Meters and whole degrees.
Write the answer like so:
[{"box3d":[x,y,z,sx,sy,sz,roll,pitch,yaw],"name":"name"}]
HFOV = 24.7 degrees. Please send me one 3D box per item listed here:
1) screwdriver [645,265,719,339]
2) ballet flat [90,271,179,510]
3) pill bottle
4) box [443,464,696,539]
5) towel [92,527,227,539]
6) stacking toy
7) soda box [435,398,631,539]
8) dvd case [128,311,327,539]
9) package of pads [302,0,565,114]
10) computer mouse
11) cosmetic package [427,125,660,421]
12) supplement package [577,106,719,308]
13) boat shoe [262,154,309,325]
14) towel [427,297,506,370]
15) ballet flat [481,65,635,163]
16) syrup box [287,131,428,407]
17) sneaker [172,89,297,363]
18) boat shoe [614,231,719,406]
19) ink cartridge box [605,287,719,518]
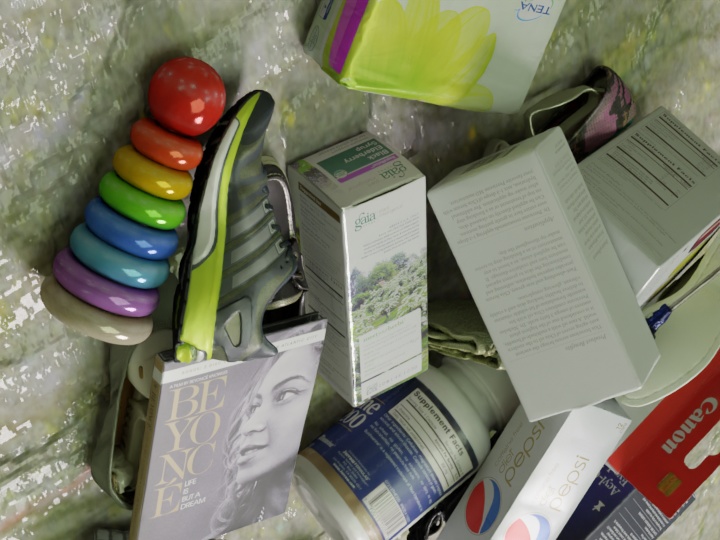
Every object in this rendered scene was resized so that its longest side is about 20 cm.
[{"box3d":[0.268,0.019,1.366,0.200,0.029,0.028,-44,174,3],"name":"screwdriver"},{"box3d":[-0.160,0.096,1.256,0.067,0.064,0.202,-7,125,-37],"name":"ballet flat"},{"box3d":[0.043,0.152,1.435,0.199,0.111,0.111,-37,138,-14],"name":"pill bottle"},{"box3d":[0.201,0.228,1.603,0.200,0.148,0.104,-45,139,-4],"name":"box"},{"box3d":[-0.168,0.319,1.379,0.164,0.086,0.202,7,117,-25],"name":"towel"},{"box3d":[-0.150,-0.053,1.143,0.085,0.085,0.202,12,108,-45],"name":"stacking toy"},{"box3d":[0.145,0.183,1.404,0.063,0.068,0.201,21,108,-28],"name":"soda box"},{"box3d":[-0.104,0.131,1.272,0.148,0.016,0.202,-14,130,-35],"name":"dvd case"},{"box3d":[0.065,-0.199,1.218,0.198,0.068,0.156,2,119,-41],"name":"package of pads"},{"box3d":[0.113,0.195,1.514,0.200,0.046,0.140,-50,-177,13],"name":"computer mouse"},{"box3d":[0.143,0.004,1.270,0.202,0.101,0.071,66,29,-8],"name":"cosmetic package"},{"box3d":[0.225,-0.038,1.381,0.200,0.109,0.114,-33,162,-48],"name":"supplement package"},{"box3d":[-0.071,0.007,1.263,0.071,0.065,0.202,-18,131,-30],"name":"boat shoe"},{"box3d":[0.130,0.051,1.414,0.198,0.148,0.037,-1,101,-40],"name":"towel"},{"box3d":[0.148,-0.098,1.377,0.200,0.069,0.071,-43,121,-10],"name":"ballet flat"},{"box3d":[0.000,0.000,1.305,0.078,0.081,0.202,-25,132,-26],"name":"syrup box"},{"box3d":[-0.083,-0.028,1.176,0.080,0.074,0.202,11,92,-15],"name":"sneaker"},{"box3d":[0.285,0.043,1.413,0.202,0.072,0.060,-48,165,-10],"name":"boat shoe"},{"box3d":[0.266,0.106,1.525,0.161,0.200,0.050,-46,139,-2],"name":"ink cartridge box"}]
